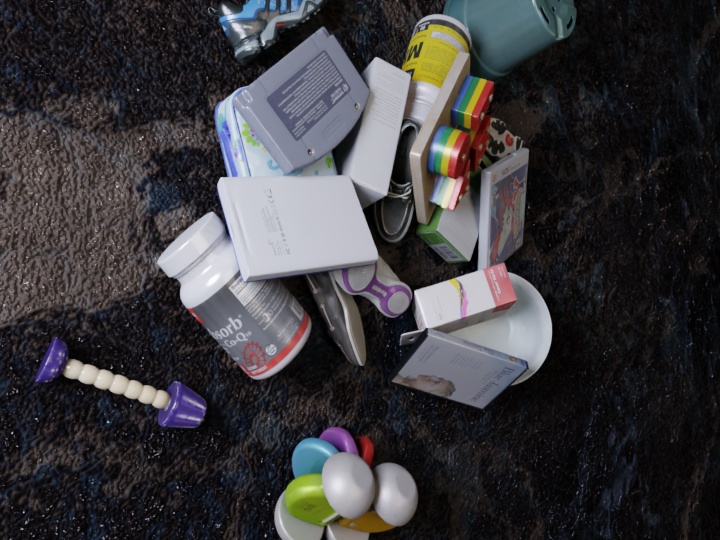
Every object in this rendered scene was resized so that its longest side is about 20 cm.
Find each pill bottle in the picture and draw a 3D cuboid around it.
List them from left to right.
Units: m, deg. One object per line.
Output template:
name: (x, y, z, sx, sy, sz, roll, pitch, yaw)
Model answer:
pill bottle: (-0.162, 0.033, 0.715, 0.117, 0.114, 0.202, -50, 114, -28)
pill bottle: (0.120, -0.327, 0.958, 0.112, 0.113, 0.207, 28, 70, -32)

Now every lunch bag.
lunch bag: (-0.119, -0.158, 0.783, 0.157, 0.081, 0.208, -20, 99, -37)

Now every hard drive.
hard drive: (-0.078, -0.061, 0.717, 0.195, 0.025, 0.136, -8, 69, -37)

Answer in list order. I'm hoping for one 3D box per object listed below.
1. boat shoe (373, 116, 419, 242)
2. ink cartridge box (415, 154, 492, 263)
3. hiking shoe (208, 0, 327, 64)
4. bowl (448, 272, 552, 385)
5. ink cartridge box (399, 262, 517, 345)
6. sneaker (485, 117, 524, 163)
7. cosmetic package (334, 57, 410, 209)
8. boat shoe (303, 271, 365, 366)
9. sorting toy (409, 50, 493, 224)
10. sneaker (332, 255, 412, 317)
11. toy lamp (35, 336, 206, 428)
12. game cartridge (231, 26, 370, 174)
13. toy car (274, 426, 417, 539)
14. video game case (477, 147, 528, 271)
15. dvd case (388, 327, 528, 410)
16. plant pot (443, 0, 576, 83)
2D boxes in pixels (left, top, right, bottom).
boat shoe: (0.058, -0.144, 0.892, 0.069, 0.071, 0.208, 5, 106, 1)
ink cartridge box: (0.185, -0.130, 1.027, 0.103, 0.058, 0.205, 35, 67, -32)
hiking shoe: (-0.123, -0.390, 0.800, 0.200, 0.073, 0.088, -47, 114, -30)
bowl: (0.245, 0.109, 1.015, 0.193, 0.090, 0.210, 0, 81, 1)
ink cartridge box: (0.150, 0.061, 0.918, 0.193, 0.117, 0.070, -17, 73, -2)
sneaker: (0.267, -0.248, 1.095, 0.198, 0.082, 0.083, 31, 85, -47)
cosmetic package: (0.013, -0.214, 0.869, 0.069, 0.101, 0.207, 18, 77, -22)
boat shoe: (-0.042, 0.056, 0.852, 0.067, 0.055, 0.207, -53, 127, -67)
sorting toy: (0.156, -0.200, 0.892, 0.203, 0.068, 0.201, -63, 161, -18)
sneaker: (0.000, 0.000, 0.850, 0.075, 0.100, 0.200, -45, 132, 0)
toy lamp: (-0.278, 0.143, 0.657, 0.197, 0.057, 0.060, 30, 70, -29)
game cartridge: (-0.071, -0.230, 0.754, 0.134, 0.040, 0.201, 49, 57, -15)
toy car: (-0.024, 0.306, 0.794, 0.196, 0.175, 0.153, 24, 38, -32)
video game case: (0.279, -0.115, 1.063, 0.180, 0.022, 0.207, -32, 127, -45)
dvd case: (0.161, 0.170, 0.915, 0.194, 0.144, 0.018, 19, 42, -16)
plant pot: (0.294, -0.485, 1.053, 0.195, 0.193, 0.209, 3, 85, -37)
